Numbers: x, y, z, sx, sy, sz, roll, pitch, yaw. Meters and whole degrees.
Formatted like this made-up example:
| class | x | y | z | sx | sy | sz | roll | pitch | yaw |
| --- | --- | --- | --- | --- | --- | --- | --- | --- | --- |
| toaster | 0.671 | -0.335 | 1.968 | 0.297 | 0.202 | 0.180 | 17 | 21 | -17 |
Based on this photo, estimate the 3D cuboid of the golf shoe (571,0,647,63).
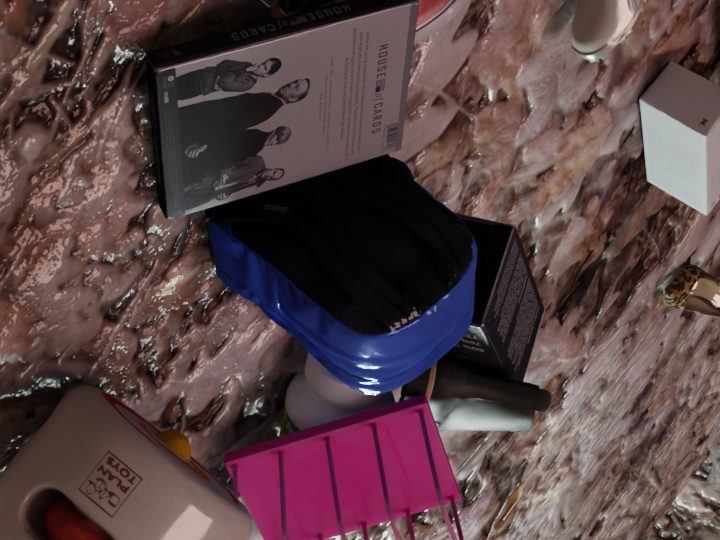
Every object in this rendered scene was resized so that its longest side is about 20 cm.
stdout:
| class | x | y | z | sx | sy | sz | roll | pitch | yaw |
| --- | --- | --- | --- | --- | --- | --- | --- | --- | --- |
| golf shoe | 0.243 | -0.309 | 1.198 | 0.096 | 0.078 | 0.202 | 12 | 106 | -41 |

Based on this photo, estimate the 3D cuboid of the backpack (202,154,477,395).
| class | x | y | z | sx | sy | sz | roll | pitch | yaw |
| --- | --- | --- | --- | --- | --- | --- | --- | --- | --- |
| backpack | 0.000 | 0.000 | 0.999 | 0.162 | 0.199 | 0.169 | -43 | 149 | -22 |

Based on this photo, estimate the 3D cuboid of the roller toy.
| class | x | y | z | sx | sy | sz | roll | pitch | yaw |
| --- | --- | --- | --- | --- | --- | --- | --- | --- | --- |
| roller toy | -0.178 | 0.183 | 0.934 | 0.140 | 0.199 | 0.182 | -52 | 124 | -7 |

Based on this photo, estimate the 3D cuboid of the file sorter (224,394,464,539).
| class | x | y | z | sx | sy | sz | roll | pitch | yaw |
| --- | --- | --- | --- | --- | --- | --- | --- | --- | --- |
| file sorter | -0.008 | 0.232 | 1.128 | 0.197 | 0.126 | 0.140 | -17 | 128 | 5 |

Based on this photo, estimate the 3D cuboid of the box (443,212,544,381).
| class | x | y | z | sx | sy | sz | roll | pitch | yaw |
| --- | --- | --- | --- | --- | --- | --- | --- | --- | --- |
| box | 0.086 | 0.030 | 1.195 | 0.200 | 0.146 | 0.105 | 58 | 49 | -61 |

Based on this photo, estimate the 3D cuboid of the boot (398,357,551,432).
| class | x | y | z | sx | sy | sz | roll | pitch | yaw |
| --- | --- | --- | --- | --- | --- | --- | --- | --- | --- |
| boot | 0.105 | 0.144 | 1.221 | 0.200 | 0.136 | 0.078 | 97 | 5 | -75 |

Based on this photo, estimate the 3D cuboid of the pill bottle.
| class | x | y | z | sx | sy | sz | roll | pitch | yaw |
| --- | --- | --- | --- | --- | --- | --- | --- | --- | --- |
| pill bottle | -0.025 | 0.162 | 1.223 | 0.112 | 0.112 | 0.202 | -26 | 141 | -41 |

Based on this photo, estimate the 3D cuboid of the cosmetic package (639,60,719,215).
| class | x | y | z | sx | sy | sz | roll | pitch | yaw |
| --- | --- | --- | --- | --- | --- | --- | --- | --- | --- |
| cosmetic package | 0.422 | -0.167 | 1.570 | 0.071 | 0.101 | 0.200 | -49 | 152 | -11 |

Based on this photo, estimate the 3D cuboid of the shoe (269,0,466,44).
| class | x | y | z | sx | sy | sz | roll | pitch | yaw |
| --- | --- | --- | --- | --- | --- | --- | --- | --- | --- |
| shoe | 0.014 | -0.215 | 0.924 | 0.199 | 0.071 | 0.091 | -39 | 154 | -19 |

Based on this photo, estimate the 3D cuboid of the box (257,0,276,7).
| class | x | y | z | sx | sy | sz | roll | pitch | yaw |
| --- | --- | --- | --- | --- | --- | --- | --- | --- | --- |
| box | -0.072 | -0.278 | 0.756 | 0.161 | 0.043 | 0.200 | -57 | 152 | 3 |

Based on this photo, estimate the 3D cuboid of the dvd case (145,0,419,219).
| class | x | y | z | sx | sy | sz | roll | pitch | yaw |
| --- | --- | --- | --- | --- | --- | --- | --- | --- | --- |
| dvd case | -0.055 | -0.120 | 0.890 | 0.198 | 0.025 | 0.151 | -19 | 145 | -19 |

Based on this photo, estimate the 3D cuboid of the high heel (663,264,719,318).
| class | x | y | z | sx | sy | sz | roll | pitch | yaw |
| --- | --- | --- | --- | --- | --- | --- | --- | --- | --- |
| high heel | 0.580 | 0.053 | 1.998 | 0.199 | 0.142 | 0.072 | -6 | 127 | -54 |

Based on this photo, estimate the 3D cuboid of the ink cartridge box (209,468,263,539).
| class | x | y | z | sx | sy | sz | roll | pitch | yaw |
| --- | --- | --- | --- | --- | --- | --- | --- | --- | --- |
| ink cartridge box | -0.188 | 0.298 | 1.187 | 0.200 | 0.050 | 0.109 | -44 | 149 | -18 |
